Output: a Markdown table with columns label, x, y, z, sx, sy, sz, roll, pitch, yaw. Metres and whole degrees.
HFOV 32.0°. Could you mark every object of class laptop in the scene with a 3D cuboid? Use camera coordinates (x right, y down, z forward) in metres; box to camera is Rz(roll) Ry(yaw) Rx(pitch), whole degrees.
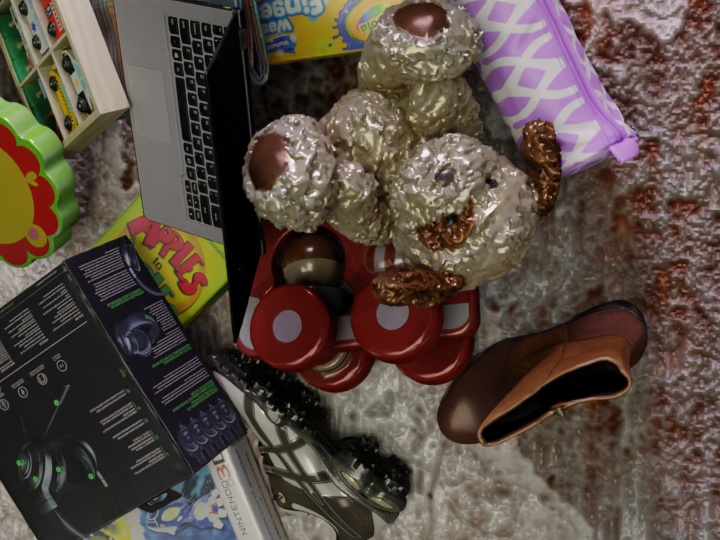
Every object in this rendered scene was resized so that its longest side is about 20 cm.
| label | x | y | z | sx | sy | sz | roll | pitch | yaw |
| --- | --- | --- | --- | --- | --- | --- | --- | --- | --- |
| laptop | -0.130 | -0.080 | 0.871 | 0.199 | 0.116 | 0.188 | 18 | 123 | 34 |

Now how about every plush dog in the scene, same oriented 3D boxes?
| label | x | y | z | sx | sy | sz | roll | pitch | yaw |
| --- | --- | --- | --- | --- | --- | --- | --- | --- | --- |
| plush dog | 0.043 | -0.057 | 0.862 | 0.200 | 0.161 | 0.172 | -44 | 69 | -9 |

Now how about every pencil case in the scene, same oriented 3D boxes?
| label | x | y | z | sx | sy | sz | roll | pitch | yaw |
| --- | --- | --- | --- | --- | --- | --- | --- | --- | --- |
| pencil case | 0.125 | -0.161 | 0.894 | 0.085 | 0.084 | 0.201 | -21 | 98 | 52 |

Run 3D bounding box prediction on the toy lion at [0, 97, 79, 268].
| label | x | y | z | sx | sy | sz | roll | pitch | yaw |
| --- | --- | --- | --- | --- | --- | --- | --- | --- | --- |
| toy lion | -0.328 | -0.090 | 1.028 | 0.191 | 0.069 | 0.201 | -16 | 110 | 32 |

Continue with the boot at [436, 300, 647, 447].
| label | x | y | z | sx | sy | sz | roll | pitch | yaw |
| --- | --- | --- | --- | --- | --- | --- | --- | --- | --- |
| boot | 0.116 | 0.096 | 0.886 | 0.188 | 0.200 | 0.069 | -23 | 93 | 20 |

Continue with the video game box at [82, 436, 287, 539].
| label | x | y | z | sx | sy | sz | roll | pitch | yaw |
| --- | --- | --- | --- | --- | --- | --- | --- | --- | --- |
| video game box | -0.178 | 0.201 | 1.084 | 0.199 | 0.047 | 0.183 | -21 | 91 | 20 |

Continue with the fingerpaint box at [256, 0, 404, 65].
| label | x | y | z | sx | sy | sz | roll | pitch | yaw |
| --- | --- | --- | --- | --- | --- | --- | --- | --- | --- |
| fingerpaint box | -0.045 | -0.242 | 0.939 | 0.199 | 0.073 | 0.168 | -3 | 100 | 19 |

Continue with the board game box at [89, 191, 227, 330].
| label | x | y | z | sx | sy | sz | roll | pitch | yaw |
| --- | --- | --- | --- | --- | --- | --- | --- | --- | --- |
| board game box | -0.184 | 0.016 | 1.047 | 0.200 | 0.048 | 0.102 | -44 | 85 | 20 |

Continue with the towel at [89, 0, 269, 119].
| label | x | y | z | sx | sy | sz | roll | pitch | yaw |
| --- | --- | --- | --- | --- | --- | --- | --- | --- | --- |
| towel | -0.153 | -0.193 | 0.941 | 0.199 | 0.022 | 0.147 | -4 | 98 | 41 |

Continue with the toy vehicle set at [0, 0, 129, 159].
| label | x | y | z | sx | sy | sz | roll | pitch | yaw |
| --- | --- | --- | --- | --- | --- | --- | --- | --- | --- |
| toy vehicle set | -0.253 | -0.197 | 0.995 | 0.124 | 0.026 | 0.201 | -26 | 85 | 54 |

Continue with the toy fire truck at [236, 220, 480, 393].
| label | x | y | z | sx | sy | sz | roll | pitch | yaw |
| --- | --- | --- | --- | --- | --- | --- | --- | --- | --- |
| toy fire truck | 0.000 | 0.000 | 0.967 | 0.199 | 0.112 | 0.169 | -6 | 73 | 20 |

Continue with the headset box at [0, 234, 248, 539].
| label | x | y | z | sx | sy | sz | roll | pitch | yaw |
| --- | --- | --- | --- | --- | --- | --- | --- | --- | --- |
| headset box | -0.212 | 0.106 | 0.992 | 0.174 | 0.093 | 0.200 | -33 | 90 | 27 |

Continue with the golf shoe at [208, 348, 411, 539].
| label | x | y | z | sx | sy | sz | roll | pitch | yaw |
| --- | --- | --- | --- | --- | --- | --- | --- | --- | --- |
| golf shoe | -0.057 | 0.148 | 1.018 | 0.200 | 0.078 | 0.095 | 40 | 110 | 8 |
